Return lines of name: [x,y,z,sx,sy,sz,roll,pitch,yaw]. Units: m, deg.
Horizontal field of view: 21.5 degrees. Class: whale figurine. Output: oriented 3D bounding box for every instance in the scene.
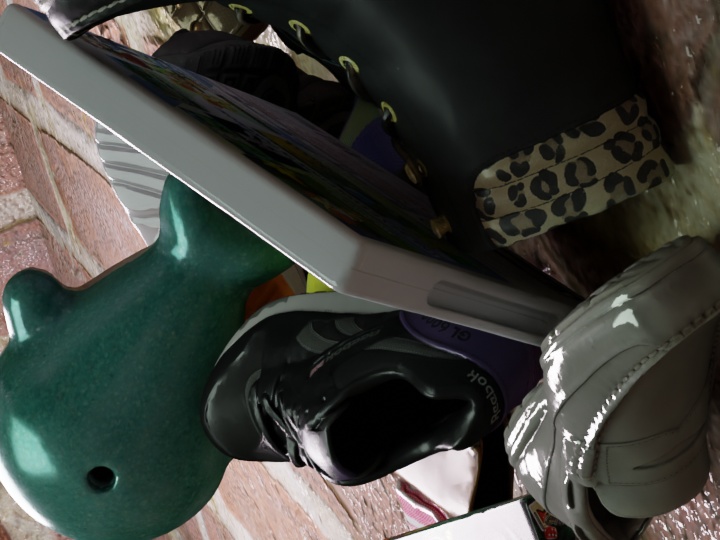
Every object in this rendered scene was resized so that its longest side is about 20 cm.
whale figurine: [-0.105,0.049,0.930,0.158,0.201,0.104,30,-158,-13]

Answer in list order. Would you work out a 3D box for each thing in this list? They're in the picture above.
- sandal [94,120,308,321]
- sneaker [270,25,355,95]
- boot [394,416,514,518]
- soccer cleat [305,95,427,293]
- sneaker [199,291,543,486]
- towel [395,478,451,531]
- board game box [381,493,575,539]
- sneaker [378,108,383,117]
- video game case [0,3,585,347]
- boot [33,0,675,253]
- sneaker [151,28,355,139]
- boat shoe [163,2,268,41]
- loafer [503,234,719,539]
sandal: [-0.065,-0.011,0.992,0.079,0.059,0.208,-23,95,34]
sneaker: [-0.036,-0.143,0.879,0.200,0.075,0.080,-130,21,-55]
boot: [0.005,0.026,0.988,0.200,0.068,0.190,-161,65,-65]
soccer cleat: [0.001,0.000,0.900,0.084,0.064,0.201,59,145,34]
sneaker: [-0.012,0.055,0.826,0.199,0.088,0.076,-20,108,40]
towel: [0.072,0.229,1.084,0.146,0.030,0.201,-140,32,-65]
board game box: [0.059,0.170,0.916,0.200,0.023,0.105,-32,79,63]
sneaker: [0.014,-0.112,0.727,0.100,0.074,0.201,174,76,-75]
video game case: [-0.019,-0.032,0.723,0.200,0.022,0.182,35,-169,35]
boot: [-0.003,-0.072,0.648,0.155,0.202,0.074,67,-159,-12]
sneaker: [-0.069,-0.080,0.902,0.090,0.076,0.200,28,-177,15]
boat shoe: [-0.085,-0.203,1.015,0.067,0.072,0.201,14,-134,-52]
loafer: [0.098,0.049,0.664,0.070,0.070,0.200,54,166,16]
